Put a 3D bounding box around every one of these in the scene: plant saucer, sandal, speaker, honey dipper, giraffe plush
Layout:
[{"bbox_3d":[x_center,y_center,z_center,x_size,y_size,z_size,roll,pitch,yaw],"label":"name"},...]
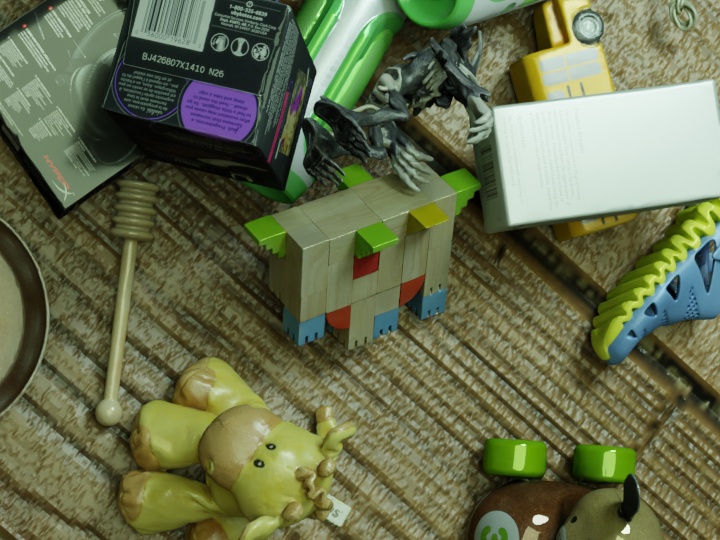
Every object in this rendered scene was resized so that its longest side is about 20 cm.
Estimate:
[{"bbox_3d":[-0.351,0.038,1.593,0.198,0.034,0.203,1,84,-13],"label":"plant saucer"},{"bbox_3d":[0.282,0.012,1.717,0.200,0.079,0.087,-45,99,-11],"label":"sandal"},{"bbox_3d":[0.115,-0.258,1.654,0.199,0.088,0.089,-24,91,-45],"label":"speaker"},{"bbox_3d":[-0.197,0.027,1.629,0.038,0.038,0.202,9,86,-12],"label":"honey dipper"},{"bbox_3d":[-0.038,-0.160,1.645,0.088,0.088,0.201,31,79,-8],"label":"speaker"},{"bbox_3d":[-0.084,0.162,1.576,0.198,0.162,0.174,15,82,-10],"label":"giraffe plush"}]

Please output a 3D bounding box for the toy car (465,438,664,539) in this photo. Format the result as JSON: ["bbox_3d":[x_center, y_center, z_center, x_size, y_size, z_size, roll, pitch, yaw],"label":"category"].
[{"bbox_3d":[0.182,0.223,1.612,0.156,0.200,0.166,5,84,-12],"label":"toy car"}]

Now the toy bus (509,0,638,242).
[{"bbox_3d":[0.184,-0.133,1.712,0.078,0.065,0.202,-16,89,-12],"label":"toy bus"}]

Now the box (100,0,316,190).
[{"bbox_3d":[-0.109,-0.138,1.488,0.121,0.200,0.107,14,84,5],"label":"box"}]

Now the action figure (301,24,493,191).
[{"bbox_3d":[0.045,-0.122,1.578,0.199,0.119,0.102,-29,79,-38],"label":"action figure"}]

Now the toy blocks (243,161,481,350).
[{"bbox_3d":[0.000,0.000,1.633,0.199,0.100,0.138,-20,135,-28],"label":"toy blocks"}]

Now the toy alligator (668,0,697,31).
[{"bbox_3d":[0.266,-0.310,1.753,0.054,0.059,0.202,-19,90,-54],"label":"toy alligator"}]

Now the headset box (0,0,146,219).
[{"bbox_3d":[-0.206,-0.162,1.620,0.199,0.077,0.149,-37,94,-14],"label":"headset box"}]

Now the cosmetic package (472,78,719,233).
[{"bbox_3d":[0.199,-0.094,1.643,0.198,0.074,0.103,-7,88,-13],"label":"cosmetic package"}]
